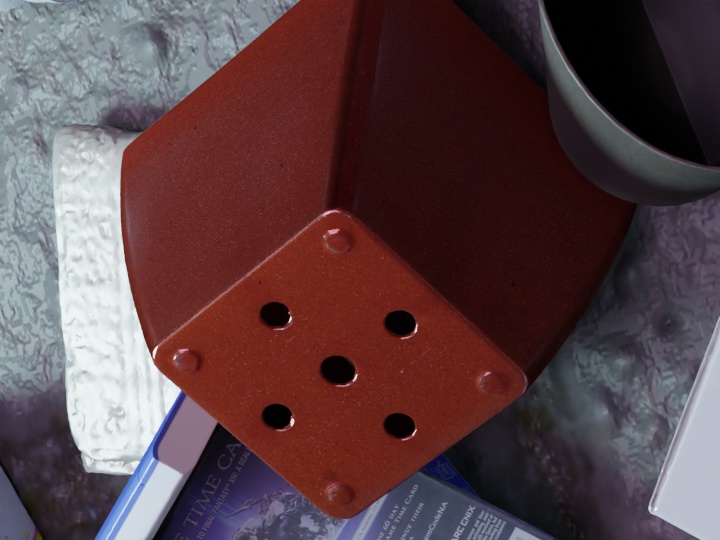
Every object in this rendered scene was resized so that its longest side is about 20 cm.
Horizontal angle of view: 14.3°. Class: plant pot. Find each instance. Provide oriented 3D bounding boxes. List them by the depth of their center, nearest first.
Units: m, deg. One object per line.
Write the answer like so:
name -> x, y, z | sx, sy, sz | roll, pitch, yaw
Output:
plant pot -> 0.000, 0.000, 1.415 | 0.200, 0.177, 0.200 | -37, 113, 28

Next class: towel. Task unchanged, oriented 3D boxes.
towel -> -0.106, 0.018, 1.603 | 0.132, 0.034, 0.202 | 2, 99, 27

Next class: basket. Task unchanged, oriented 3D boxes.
basket -> 0.147, -0.106, 1.335 | 0.135, 0.200, 0.181 | -22, 78, -3

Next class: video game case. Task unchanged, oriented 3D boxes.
video game case -> -0.013, 0.160, 1.496 | 0.199, 0.019, 0.143 | 26, 80, 24

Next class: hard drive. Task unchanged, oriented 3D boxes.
hard drive -> -0.121, 0.133, 1.536 | 0.025, 0.132, 0.200 | 29, 125, -2

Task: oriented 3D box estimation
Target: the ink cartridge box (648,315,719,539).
ink cartridge box -> 0.252, 0.061, 1.316 | 0.146, 0.200, 0.147 | 28, 109, 23

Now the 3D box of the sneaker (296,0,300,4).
sneaker -> -0.005, -0.097, 1.498 | 0.075, 0.090, 0.202 | 7, 100, 28

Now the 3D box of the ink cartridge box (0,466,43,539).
ink cartridge box -> -0.231, 0.185, 1.648 | 0.067, 0.116, 0.201 | -37, 79, 27

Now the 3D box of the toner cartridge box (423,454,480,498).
toner cartridge box -> 0.055, 0.190, 1.532 | 0.200, 0.043, 0.095 | 50, 117, 14

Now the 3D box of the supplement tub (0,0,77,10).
supplement tub -> -0.237, -0.222, 1.577 | 0.199, 0.145, 0.146 | 12, 103, 27
